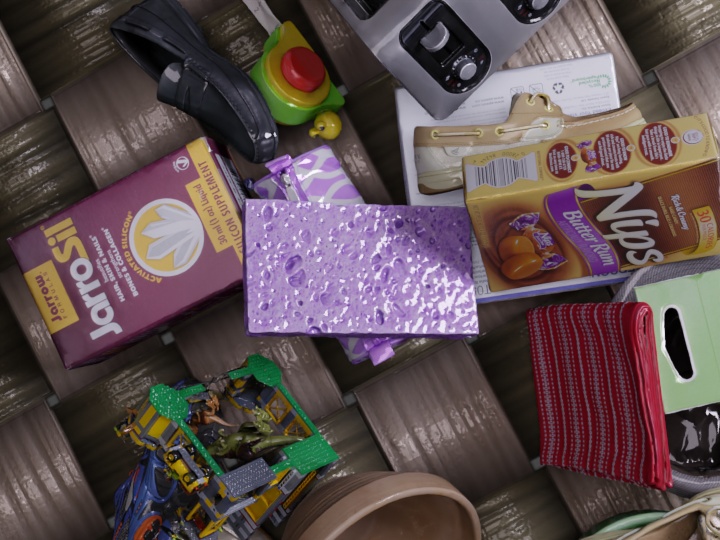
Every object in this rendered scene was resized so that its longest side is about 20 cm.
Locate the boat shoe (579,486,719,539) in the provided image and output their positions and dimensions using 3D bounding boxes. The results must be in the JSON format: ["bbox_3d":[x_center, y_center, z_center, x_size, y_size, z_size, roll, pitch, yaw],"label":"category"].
[{"bbox_3d":[0.254,0.223,1.024,0.198,0.063,0.074,-22,86,6],"label":"boat shoe"}]

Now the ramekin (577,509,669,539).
[{"bbox_3d":[0.251,0.299,1.105,0.198,0.098,0.202,0,89,7],"label":"ramekin"}]

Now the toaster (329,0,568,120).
[{"bbox_3d":[0.064,-0.261,1.093,0.181,0.118,0.201,-42,52,10],"label":"toaster"}]

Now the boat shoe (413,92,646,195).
[{"bbox_3d":[0.139,-0.116,1.094,0.198,0.074,0.067,-14,93,6],"label":"boat shoe"}]

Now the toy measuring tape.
[{"bbox_3d":[-0.087,-0.195,1.159,0.073,0.074,0.201,-37,88,4],"label":"toy measuring tape"}]

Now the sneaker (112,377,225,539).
[{"bbox_3d":[-0.184,0.191,1.167,0.078,0.075,0.202,4,72,45],"label":"sneaker"}]

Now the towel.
[{"bbox_3d":[0.189,0.099,1.069,0.022,0.200,0.146,-6,89,-19],"label":"towel"}]

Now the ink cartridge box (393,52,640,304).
[{"bbox_3d":[0.139,-0.077,1.151,0.197,0.041,0.202,-8,89,6],"label":"ink cartridge box"}]

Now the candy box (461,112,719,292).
[{"bbox_3d":[0.190,-0.053,1.057,0.198,0.117,0.057,-11,48,11],"label":"candy box"}]

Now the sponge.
[{"bbox_3d":[0.000,0.000,1.089,0.198,0.030,0.113,1,78,-14],"label":"sponge"}]

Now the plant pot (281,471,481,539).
[{"bbox_3d":[-0.002,0.243,1.117,0.201,0.200,0.093,-51,44,3],"label":"plant pot"}]

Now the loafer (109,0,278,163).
[{"bbox_3d":[-0.146,-0.162,1.147,0.070,0.068,0.201,-29,65,-29],"label":"loafer"}]

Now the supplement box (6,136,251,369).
[{"bbox_3d":[-0.187,-0.015,1.155,0.199,0.103,0.132,-27,88,6],"label":"supplement box"}]

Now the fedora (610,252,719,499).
[{"bbox_3d":[0.285,0.091,1.107,0.175,0.090,0.202,-7,81,5],"label":"fedora"}]

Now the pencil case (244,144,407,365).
[{"bbox_3d":[-0.018,-0.015,1.146,0.083,0.085,0.201,-31,87,4],"label":"pencil case"}]

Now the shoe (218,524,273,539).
[{"bbox_3d":[-0.084,0.292,1.164,0.070,0.053,0.200,-43,85,4],"label":"shoe"}]

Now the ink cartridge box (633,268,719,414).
[{"bbox_3d":[0.320,0.046,1.033,0.198,0.059,0.105,-12,82,0],"label":"ink cartridge box"}]

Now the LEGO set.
[{"bbox_3d":[-0.124,0.167,1.110,0.154,0.200,0.116,45,118,10],"label":"LEGO set"}]
